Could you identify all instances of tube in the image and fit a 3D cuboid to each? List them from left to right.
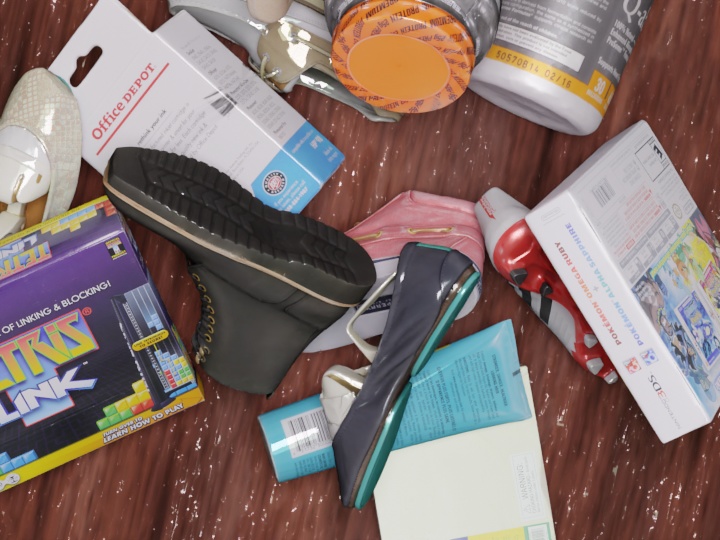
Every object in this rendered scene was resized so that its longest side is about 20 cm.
[{"bbox_3d":[0.026,0.101,1.203,0.198,0.050,0.078,-16,109,-7],"label":"tube"}]

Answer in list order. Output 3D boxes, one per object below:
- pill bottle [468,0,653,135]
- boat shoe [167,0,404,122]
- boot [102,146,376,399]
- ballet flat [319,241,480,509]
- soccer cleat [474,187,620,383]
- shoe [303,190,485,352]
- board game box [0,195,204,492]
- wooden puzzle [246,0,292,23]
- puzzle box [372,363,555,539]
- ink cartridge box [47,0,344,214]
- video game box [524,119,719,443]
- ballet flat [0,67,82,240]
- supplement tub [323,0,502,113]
[{"bbox_3d":[0.157,-0.210,1.197,0.116,0.116,0.201,24,90,-4],"label":"pill bottle"},{"bbox_3d":[-0.050,-0.165,1.202,0.198,0.075,0.069,16,84,-5],"label":"boat shoe"},{"bbox_3d":[-0.107,0.012,1.129,0.199,0.078,0.139,28,122,-18],"label":"boot"},{"bbox_3d":[0.014,0.067,1.140,0.073,0.073,0.201,24,107,-4],"label":"ballet flat"},{"bbox_3d":[0.151,0.010,1.205,0.069,0.085,0.200,-42,131,10],"label":"soccer cleat"},{"bbox_3d":[0.000,0.000,1.216,0.198,0.091,0.072,-9,125,21],"label":"shoe"},{"bbox_3d":[-0.231,0.060,1.162,0.199,0.057,0.166,-24,128,-4],"label":"board game box"},{"bbox_3d":[-0.043,-0.294,1.116,0.037,0.201,0.186,11,130,14],"label":"wooden puzzle"},{"bbox_3d":[0.076,0.180,1.242,0.132,0.025,0.202,-9,92,-4],"label":"puzzle box"},{"bbox_3d":[-0.124,-0.101,1.179,0.200,0.067,0.116,42,118,-4],"label":"ink cartridge box"},{"bbox_3d":[0.208,0.001,1.171,0.047,0.200,0.183,-33,92,31],"label":"video game box"},{"bbox_3d":[-0.242,-0.042,1.161,0.067,0.062,0.201,19,113,11],"label":"ballet flat"},{"bbox_3d":[0.043,-0.217,1.145,0.121,0.123,0.201,14,56,-4],"label":"supplement tub"}]
